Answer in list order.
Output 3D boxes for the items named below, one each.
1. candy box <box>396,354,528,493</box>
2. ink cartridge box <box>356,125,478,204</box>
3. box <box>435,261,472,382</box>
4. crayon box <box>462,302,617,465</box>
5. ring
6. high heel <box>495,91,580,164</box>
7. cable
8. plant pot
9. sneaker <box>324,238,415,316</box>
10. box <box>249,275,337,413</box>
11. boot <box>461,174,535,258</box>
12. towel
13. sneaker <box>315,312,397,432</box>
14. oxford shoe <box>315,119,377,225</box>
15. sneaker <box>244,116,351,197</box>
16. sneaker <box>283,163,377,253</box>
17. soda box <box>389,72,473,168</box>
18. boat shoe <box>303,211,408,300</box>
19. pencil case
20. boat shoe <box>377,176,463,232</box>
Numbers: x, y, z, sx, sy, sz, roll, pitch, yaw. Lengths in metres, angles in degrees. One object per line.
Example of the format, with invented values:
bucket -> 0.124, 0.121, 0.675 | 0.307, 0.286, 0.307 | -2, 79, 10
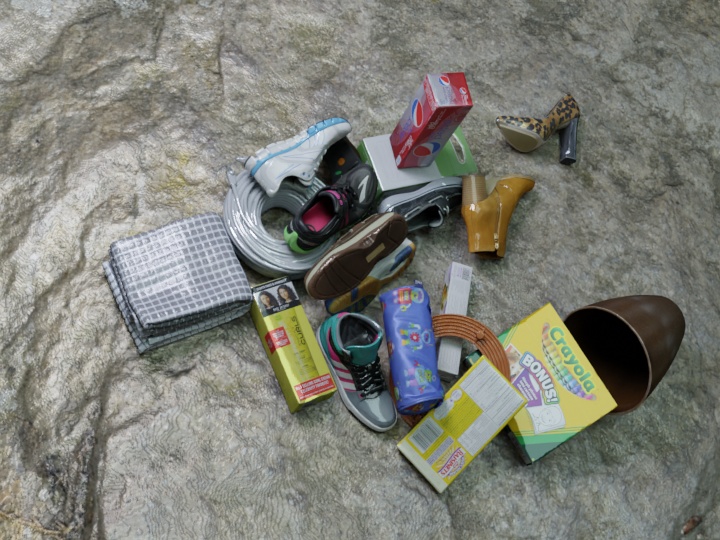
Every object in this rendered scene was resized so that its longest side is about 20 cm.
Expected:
candy box -> 0.159, 0.240, 1.600 | 0.102, 0.026, 0.200 | 45, 88, 3
ink cartridge box -> 0.098, -0.190, 1.803 | 0.197, 0.059, 0.105 | -14, 71, -24
box -> 0.153, 0.084, 1.709 | 0.041, 0.039, 0.203 | 15, 63, -9
crayon box -> 0.292, 0.186, 1.670 | 0.171, 0.058, 0.202 | -31, 79, -8
ring -> 0.144, 0.170, 1.633 | 0.196, 0.019, 0.205 | 0, 83, 2
high heel -> 0.332, -0.295, 1.917 | 0.197, 0.071, 0.145 | 18, 67, -29
cable -> -0.130, -0.081, 1.668 | 0.196, 0.069, 0.204 | 6, 62, -20
plant pot -> 0.463, 0.119, 1.735 | 0.198, 0.187, 0.189 | -23, 75, -40
sneaker -> 0.000, 0.000, 1.688 | 0.088, 0.076, 0.199 | 39, 56, 20
box -> -0.111, 0.115, 1.599 | 0.074, 0.050, 0.203 | -16, 73, -25
boot -> 0.247, -0.095, 1.812 | 0.199, 0.070, 0.147 | -5, 90, -45
towel -> -0.280, 0.012, 1.570 | 0.197, 0.086, 0.168 | -18, 73, -25
sneaker -> 0.008, 0.147, 1.584 | 0.083, 0.121, 0.202 | -27, 77, -27
oxford shoe -> -0.013, -0.160, 1.736 | 0.072, 0.084, 0.203 | -27, 69, 16
sneaker -> -0.089, -0.179, 1.659 | 0.198, 0.075, 0.088 | -31, 84, -23
sneaker -> -0.036, -0.102, 1.620 | 0.077, 0.084, 0.200 | 44, 62, 2
soda box -> 0.114, -0.245, 1.683 | 0.069, 0.200, 0.065 | -6, 69, -20
boat shoe -> -0.016, -0.025, 1.627 | 0.201, 0.074, 0.076 | -34, 122, -23
pencil case -> 0.083, 0.123, 1.591 | 0.085, 0.078, 0.204 | -3, 70, -15
boat shoe -> 0.118, -0.101, 1.749 | 0.198, 0.073, 0.071 | -21, 55, -33
